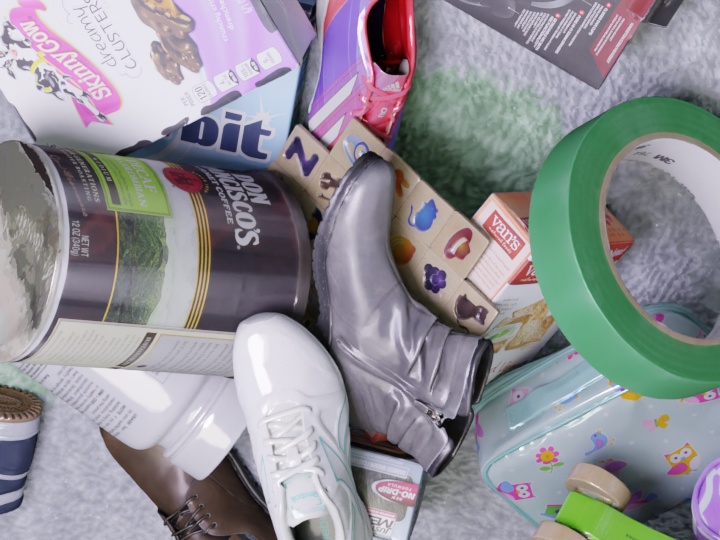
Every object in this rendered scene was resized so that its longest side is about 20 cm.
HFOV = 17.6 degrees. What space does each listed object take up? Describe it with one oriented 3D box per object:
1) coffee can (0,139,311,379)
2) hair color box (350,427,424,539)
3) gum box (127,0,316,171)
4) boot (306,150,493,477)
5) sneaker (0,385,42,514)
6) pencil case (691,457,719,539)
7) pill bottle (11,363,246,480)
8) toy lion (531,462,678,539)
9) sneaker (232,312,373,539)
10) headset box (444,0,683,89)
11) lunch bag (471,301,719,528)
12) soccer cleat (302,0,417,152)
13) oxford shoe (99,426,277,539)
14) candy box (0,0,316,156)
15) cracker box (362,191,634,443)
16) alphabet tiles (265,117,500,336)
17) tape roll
[{"bbox_3d":[-0.154,-0.004,1.564,0.199,0.147,0.147,5,126,-37],"label":"coffee can"},{"bbox_3d":[-0.003,0.150,1.683,0.098,0.200,0.061,14,91,3],"label":"hair color box"},{"bbox_3d":[-0.129,-0.119,1.662,0.169,0.045,0.201,13,119,4],"label":"gum box"},{"bbox_3d":[0.034,0.028,1.554,0.131,0.070,0.201,22,120,24],"label":"boot"},{"bbox_3d":[-0.352,0.137,1.818,0.198,0.070,0.109,10,116,2],"label":"sneaker"},{"bbox_3d":[0.285,0.209,1.680,0.083,0.086,0.201,7,147,16],"label":"pencil case"},{"bbox_3d":[-0.173,0.060,1.720,0.199,0.114,0.113,37,117,-8],"label":"pill bottle"},{"bbox_3d":[0.212,0.223,1.633,0.199,0.069,0.192,20,157,29],"label":"toy lion"},{"bbox_3d":[-0.036,0.125,1.534,0.070,0.080,0.202,-16,99,8],"label":"sneaker"},{"bbox_3d":[0.130,-0.229,1.539,0.199,0.077,0.149,28,118,-5],"label":"headset box"},{"bbox_3d":[0.187,0.107,1.668,0.199,0.077,0.160,-31,132,21],"label":"lunch bag"},{"bbox_3d":[0.005,-0.120,1.610,0.068,0.073,0.201,-12,119,-30],"label":"soccer cleat"},{"bbox_3d":[-0.124,0.178,1.788,0.200,0.085,0.073,41,118,-9],"label":"oxford shoe"},{"bbox_3d":[-0.158,-0.176,1.573,0.199,0.072,0.168,-25,109,20],"label":"candy box"},{"bbox_3d":[0.087,0.032,1.642,0.058,0.134,0.200,50,120,23],"label":"cracker box"},{"bbox_3d":[0.000,0.000,1.605,0.200,0.006,0.167,43,117,19],"label":"alphabet tiles"},{"bbox_3d":[0.206,-0.016,1.564,0.200,0.201,0.048,44,146,-12],"label":"tape roll"}]
